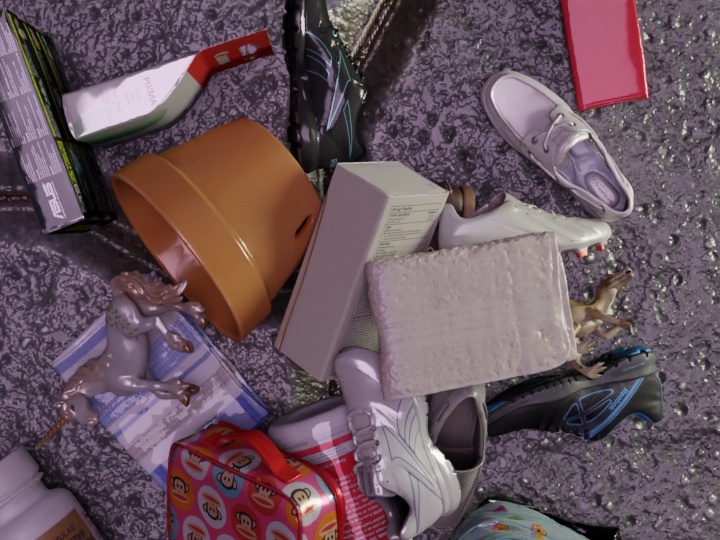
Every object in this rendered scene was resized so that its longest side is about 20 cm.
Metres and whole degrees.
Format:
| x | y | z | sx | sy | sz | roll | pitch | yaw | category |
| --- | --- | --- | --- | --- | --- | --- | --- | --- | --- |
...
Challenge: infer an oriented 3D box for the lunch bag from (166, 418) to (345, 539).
| x | y | z | sx | sy | sz | roll | pitch | yaw | category |
| --- | --- | --- | --- | --- | --- | --- | --- | --- | --- |
| -0.105 | 0.233 | 1.165 | 0.199 | 0.082 | 0.178 | 19 | 118 | 38 | lunch bag |

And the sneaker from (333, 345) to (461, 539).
| x | y | z | sx | sy | sz | roll | pitch | yaw | category |
| --- | --- | --- | --- | --- | --- | --- | --- | --- | --- |
| 0.027 | 0.165 | 1.142 | 0.087 | 0.074 | 0.201 | -37 | 104 | -41 | sneaker |

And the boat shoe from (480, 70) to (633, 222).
| x | y | z | sx | sy | sz | roll | pitch | yaw | category |
| --- | --- | --- | --- | --- | --- | --- | --- | --- | --- |
| 0.206 | -0.130 | 1.223 | 0.200 | 0.069 | 0.071 | 42 | 93 | -2 | boat shoe |

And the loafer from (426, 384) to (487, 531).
| x | y | z | sx | sy | sz | roll | pitch | yaw | category |
| --- | --- | --- | --- | --- | --- | --- | --- | --- | --- |
| 0.090 | 0.186 | 1.207 | 0.069 | 0.070 | 0.202 | -2 | 119 | -7 | loafer |

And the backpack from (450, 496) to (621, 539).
| x | y | z | sx | sy | sz | roll | pitch | yaw | category |
| --- | --- | --- | --- | --- | --- | --- | --- | --- | --- |
| 0.181 | 0.318 | 1.216 | 0.199 | 0.127 | 0.168 | 30 | 95 | 1 | backpack |

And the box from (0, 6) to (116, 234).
| x | y | z | sx | sy | sz | roll | pitch | yaw | category |
| --- | --- | --- | --- | --- | --- | --- | --- | --- | --- |
| -0.298 | -0.135 | 1.150 | 0.047 | 0.193 | 0.202 | -20 | 94 | 1 | box |

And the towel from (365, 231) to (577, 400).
| x | y | z | sx | sy | sz | roll | pitch | yaw | category |
| --- | --- | --- | --- | --- | --- | --- | --- | --- | --- |
| 0.104 | 0.040 | 1.128 | 0.198 | 0.034 | 0.134 | -8 | 89 | -16 | towel |

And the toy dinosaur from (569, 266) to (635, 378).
| x | y | z | sx | sy | sz | roll | pitch | yaw | category |
| --- | --- | --- | --- | --- | --- | --- | --- | --- | --- |
| 0.205 | 0.060 | 1.213 | 0.198 | 0.101 | 0.059 | -19 | 130 | -21 | toy dinosaur |

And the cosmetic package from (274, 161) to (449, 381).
| x | y | z | sx | sy | sz | roll | pitch | yaw | category |
| --- | --- | --- | --- | --- | --- | --- | --- | --- | --- |
| 0.000 | 0.000 | 1.172 | 0.073 | 0.103 | 0.202 | 33 | 113 | 32 | cosmetic package |

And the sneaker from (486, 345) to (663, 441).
| x | y | z | sx | sy | sz | roll | pitch | yaw | category |
| --- | --- | --- | --- | --- | --- | --- | --- | --- | --- |
| 0.217 | 0.143 | 1.234 | 0.198 | 0.073 | 0.083 | -17 | 93 | 0 | sneaker |

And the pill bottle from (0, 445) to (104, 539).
| x | y | z | sx | sy | sz | roll | pitch | yaw | category |
| --- | --- | --- | --- | --- | --- | --- | --- | --- | --- |
| -0.319 | 0.283 | 1.207 | 0.114 | 0.114 | 0.201 | -34 | 93 | 0 | pill bottle |

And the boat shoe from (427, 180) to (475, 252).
| x | y | z | sx | sy | sz | roll | pitch | yaw | category |
| --- | --- | --- | --- | --- | --- | --- | --- | --- | --- |
| 0.073 | 0.010 | 1.225 | 0.069 | 0.070 | 0.203 | 4 | 83 | -16 | boat shoe |

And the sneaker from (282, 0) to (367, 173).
| x | y | z | sx | sy | sz | roll | pitch | yaw | category |
| --- | --- | --- | --- | --- | --- | --- | --- | --- | --- |
| -0.037 | -0.202 | 1.222 | 0.078 | 0.075 | 0.203 | -5 | 101 | -12 | sneaker |

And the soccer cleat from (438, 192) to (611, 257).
| x | y | z | sx | sy | sz | roll | pitch | yaw | category |
| --- | --- | --- | --- | --- | --- | --- | --- | --- | --- |
| 0.167 | -0.042 | 1.202 | 0.198 | 0.069 | 0.079 | -9 | 86 | -27 | soccer cleat |

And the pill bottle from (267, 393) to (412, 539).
| x | y | z | sx | sy | sz | roll | pitch | yaw | category |
| --- | --- | --- | --- | --- | --- | --- | --- | --- | --- |
| -0.012 | 0.233 | 1.214 | 0.111 | 0.112 | 0.202 | -19 | 93 | 0 | pill bottle |

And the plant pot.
| x | y | z | sx | sy | sz | roll | pitch | yaw | category |
| --- | --- | --- | --- | --- | --- | --- | --- | --- | --- |
| -0.128 | -0.053 | 1.170 | 0.140 | 0.200 | 0.201 | -40 | 93 | -16 | plant pot |

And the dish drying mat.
| x | y | z | sx | sy | sz | roll | pitch | yaw | category |
| --- | --- | --- | --- | --- | --- | --- | --- | --- | --- |
| 0.246 | -0.271 | 1.245 | 0.076 | 0.018 | 0.202 | -10 | 94 | 0 | dish drying mat |

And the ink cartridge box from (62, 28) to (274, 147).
| x | y | z | sx | sy | sz | roll | pitch | yaw | category |
| --- | --- | --- | --- | --- | --- | --- | --- | --- | --- |
| -0.175 | -0.171 | 1.167 | 0.198 | 0.161 | 0.051 | -16 | 93 | -1 | ink cartridge box |

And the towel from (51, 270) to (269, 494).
| x | y | z | sx | sy | sz | roll | pitch | yaw | category |
| --- | --- | --- | --- | --- | --- | --- | --- | --- | --- |
| -0.207 | 0.121 | 1.249 | 0.147 | 0.024 | 0.200 | -41 | 93 | 1 | towel |

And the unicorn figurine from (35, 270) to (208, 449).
| x | y | z | sx | sy | sz | roll | pitch | yaw | category |
| --- | --- | --- | --- | --- | --- | --- | --- | --- | --- |
| -0.229 | 0.091 | 1.200 | 0.136 | 0.074 | 0.202 | 14 | 98 | 7 | unicorn figurine |
